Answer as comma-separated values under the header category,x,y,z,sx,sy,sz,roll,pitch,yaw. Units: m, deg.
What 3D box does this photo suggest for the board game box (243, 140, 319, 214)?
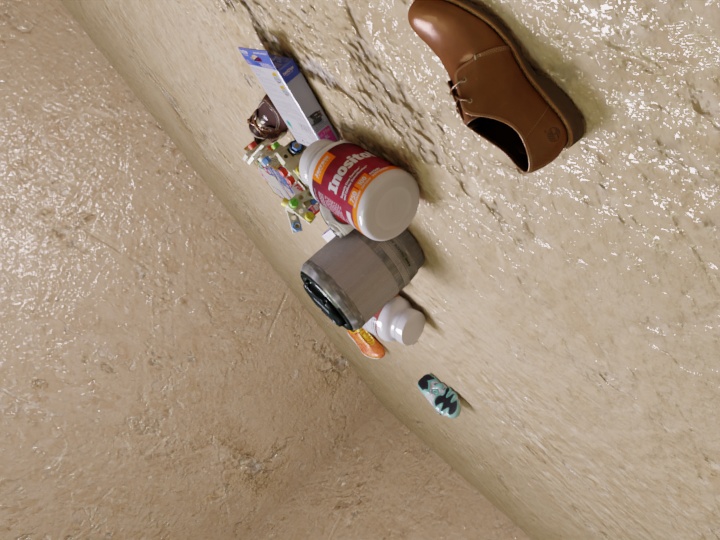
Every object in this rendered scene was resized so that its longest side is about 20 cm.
category,x,y,z,sx,sy,sz,roll,pitch,yaw
board game box,-0.189,-0.224,1.471,0.200,0.046,0.152,37,164,45

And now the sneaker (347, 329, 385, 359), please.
category,x,y,z,sx,sy,sz,roll,pitch,yaw
sneaker,0.012,0.251,2.215,0.200,0.073,0.077,38,155,31

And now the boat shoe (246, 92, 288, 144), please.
category,x,y,z,sx,sy,sz,roll,pitch,yaw
boat shoe,-0.184,-0.287,1.192,0.072,0.072,0.200,49,168,-7

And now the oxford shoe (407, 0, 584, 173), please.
category,x,y,z,sx,sy,sz,roll,pitch,yaw
oxford shoe,0.105,-0.170,0.540,0.200,0.071,0.071,48,170,9

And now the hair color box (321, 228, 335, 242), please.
category,x,y,z,sx,sy,sz,roll,pitch,yaw
hair color box,0.007,-0.027,1.359,0.200,0.065,0.109,51,167,-6

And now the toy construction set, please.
category,x,y,z,sx,sy,sz,roll,pitch,yaw
toy construction set,-0.144,-0.187,1.222,0.200,0.131,0.092,52,167,-18

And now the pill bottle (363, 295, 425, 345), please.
category,x,y,z,sx,sy,sz,roll,pitch,yaw
pill bottle,0.053,0.102,1.458,0.200,0.112,0.112,25,156,38

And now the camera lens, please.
category,x,y,z,sx,sy,sz,roll,pitch,yaw
camera lens,0.000,0.000,1.134,0.160,0.200,0.160,45,168,13

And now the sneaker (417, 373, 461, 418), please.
category,x,y,z,sx,sy,sz,roll,pitch,yaw
sneaker,0.261,0.403,1.811,0.140,0.078,0.200,53,177,-30

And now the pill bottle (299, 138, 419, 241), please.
category,x,y,z,sx,sy,sz,roll,pitch,yaw
pill bottle,-0.010,-0.135,0.952,0.200,0.113,0.113,37,164,42

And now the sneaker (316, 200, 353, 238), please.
category,x,y,z,sx,sy,sz,roll,pitch,yaw
sneaker,-0.037,-0.141,1.131,0.077,0.085,0.200,53,-169,-47

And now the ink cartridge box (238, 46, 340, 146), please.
category,x,y,z,sx,sy,sz,roll,pitch,yaw
ink cartridge box,-0.117,-0.292,1.015,0.119,0.042,0.200,34,164,51
